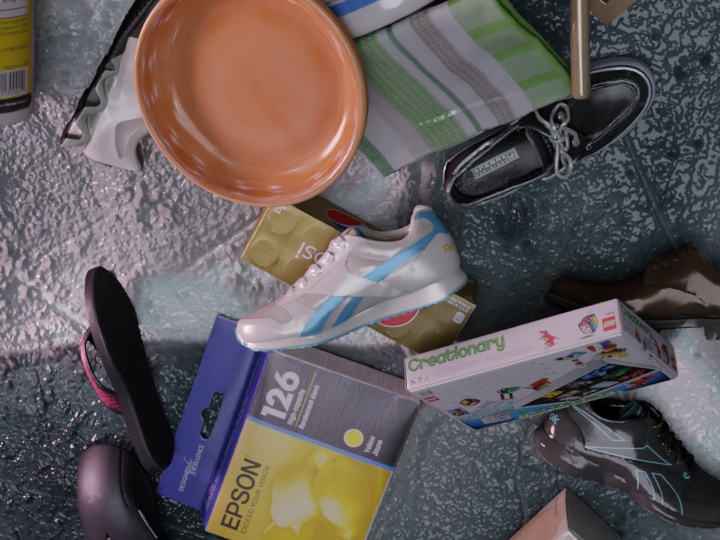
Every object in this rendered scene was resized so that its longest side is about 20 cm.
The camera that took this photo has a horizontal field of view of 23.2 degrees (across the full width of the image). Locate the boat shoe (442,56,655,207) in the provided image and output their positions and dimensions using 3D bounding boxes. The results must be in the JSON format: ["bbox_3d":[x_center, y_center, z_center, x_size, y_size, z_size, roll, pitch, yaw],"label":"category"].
[{"bbox_3d":[0.158,-0.113,1.474,0.199,0.068,0.074,-23,106,12],"label":"boat shoe"}]

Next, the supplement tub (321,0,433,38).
[{"bbox_3d":[-0.010,-0.298,1.393,0.132,0.132,0.200,-25,106,13],"label":"supplement tub"}]

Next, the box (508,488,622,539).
[{"bbox_3d":[0.147,0.304,1.604,0.078,0.095,0.200,42,106,-9],"label":"box"}]

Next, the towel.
[{"bbox_3d":[0.060,-0.149,1.425,0.200,0.031,0.149,-21,142,30],"label":"towel"}]

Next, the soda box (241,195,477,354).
[{"bbox_3d":[0.000,0.000,1.529,0.200,0.064,0.068,28,110,-4],"label":"soda box"}]

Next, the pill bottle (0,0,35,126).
[{"bbox_3d":[-0.326,-0.227,1.454,0.114,0.114,0.200,5,108,3],"label":"pill bottle"}]

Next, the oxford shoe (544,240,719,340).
[{"bbox_3d":[0.260,0.015,1.517,0.200,0.073,0.085,4,92,2],"label":"oxford shoe"}]

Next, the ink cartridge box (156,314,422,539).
[{"bbox_3d":[-0.069,0.164,1.602,0.200,0.047,0.198,19,110,-4],"label":"ink cartridge box"}]

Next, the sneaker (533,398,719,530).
[{"bbox_3d":[0.256,0.166,1.557,0.200,0.075,0.079,24,107,-3],"label":"sneaker"}]

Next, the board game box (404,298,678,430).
[{"bbox_3d":[0.154,0.084,1.495,0.200,0.126,0.035,-17,62,25],"label":"board game box"}]

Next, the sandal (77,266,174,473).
[{"bbox_3d":[-0.220,0.094,1.578,0.045,0.075,0.200,-8,111,20],"label":"sandal"}]

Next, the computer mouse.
[{"bbox_3d":[-0.193,0.256,1.624,0.140,0.046,0.200,-4,110,24],"label":"computer mouse"}]

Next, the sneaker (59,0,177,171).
[{"bbox_3d":[-0.172,-0.173,1.487,0.088,0.074,0.200,26,115,-14],"label":"sneaker"}]

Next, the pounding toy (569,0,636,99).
[{"bbox_3d":[0.191,-0.278,1.359,0.184,0.142,0.200,43,132,-9],"label":"pounding toy"}]

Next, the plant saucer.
[{"bbox_3d":[-0.085,-0.149,1.411,0.200,0.037,0.200,8,118,16],"label":"plant saucer"}]

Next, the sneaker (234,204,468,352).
[{"bbox_3d":[-0.015,0.010,1.467,0.200,0.077,0.081,-21,98,6],"label":"sneaker"}]
